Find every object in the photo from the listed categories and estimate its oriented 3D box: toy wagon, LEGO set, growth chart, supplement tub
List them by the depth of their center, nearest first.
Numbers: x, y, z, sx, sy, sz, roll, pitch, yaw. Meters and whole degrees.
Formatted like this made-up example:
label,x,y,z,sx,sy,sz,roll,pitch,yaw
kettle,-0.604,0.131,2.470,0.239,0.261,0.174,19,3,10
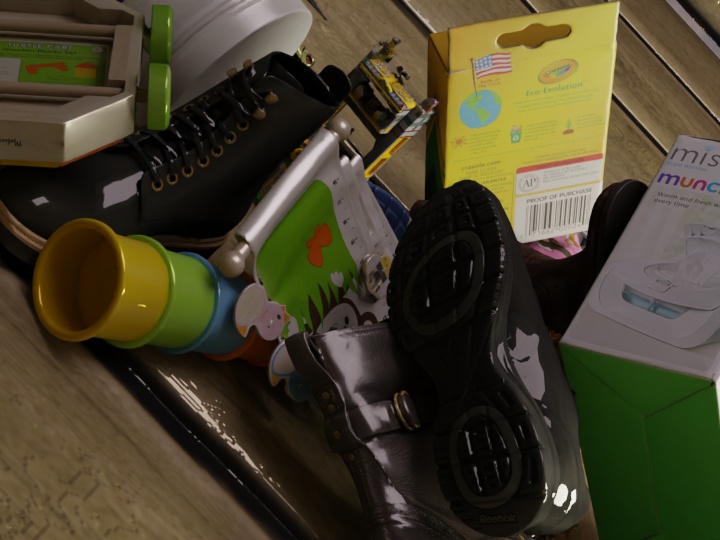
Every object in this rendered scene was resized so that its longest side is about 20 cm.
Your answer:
label,x,y,z,sx,sy,sz,roll,pitch,yaw
toy wagon,-0.174,-0.118,0.888,0.154,0.040,0.200,3,33,-7
growth chart,-0.006,0.019,0.955,0.200,0.018,0.145,58,48,-39
supplement tub,-0.136,-0.189,1.033,0.200,0.144,0.144,50,22,7
LEGO set,-0.039,-0.133,1.157,0.200,0.116,0.154,55,23,18

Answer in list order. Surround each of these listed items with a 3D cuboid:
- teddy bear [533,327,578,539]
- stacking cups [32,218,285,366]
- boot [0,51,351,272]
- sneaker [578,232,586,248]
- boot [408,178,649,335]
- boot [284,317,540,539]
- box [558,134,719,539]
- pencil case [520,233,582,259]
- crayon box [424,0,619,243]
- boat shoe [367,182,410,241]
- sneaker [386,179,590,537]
label,x,y,z,sx,sy,sz,roll,pitch,yaw
teddy bear,0.100,0.094,1.046,0.200,0.066,0.146,31,54,-78
stacking cups,-0.080,0.021,0.901,0.200,0.060,0.061,17,37,-54
boot,-0.101,-0.068,0.904,0.078,0.138,0.200,52,23,12
sneaker,0.162,-0.020,1.419,0.077,0.078,0.201,9,39,-38
boot,0.097,-0.015,1.104,0.064,0.187,0.199,-35,49,-30
boot,0.048,0.105,0.930,0.199,0.069,0.175,9,59,-55
box,0.207,0.055,1.011,0.177,0.096,0.201,-57,146,-33
pencil case,0.149,0.039,1.269,0.087,0.083,0.201,44,18,-44
crayon box,0.112,-0.109,1.221,0.126,0.201,0.051,-10,43,-11
boat shoe,0.000,0.000,1.054,0.072,0.072,0.200,25,-15,42
sneaker,0.072,0.049,0.911,0.091,0.076,0.201,24,51,-51
